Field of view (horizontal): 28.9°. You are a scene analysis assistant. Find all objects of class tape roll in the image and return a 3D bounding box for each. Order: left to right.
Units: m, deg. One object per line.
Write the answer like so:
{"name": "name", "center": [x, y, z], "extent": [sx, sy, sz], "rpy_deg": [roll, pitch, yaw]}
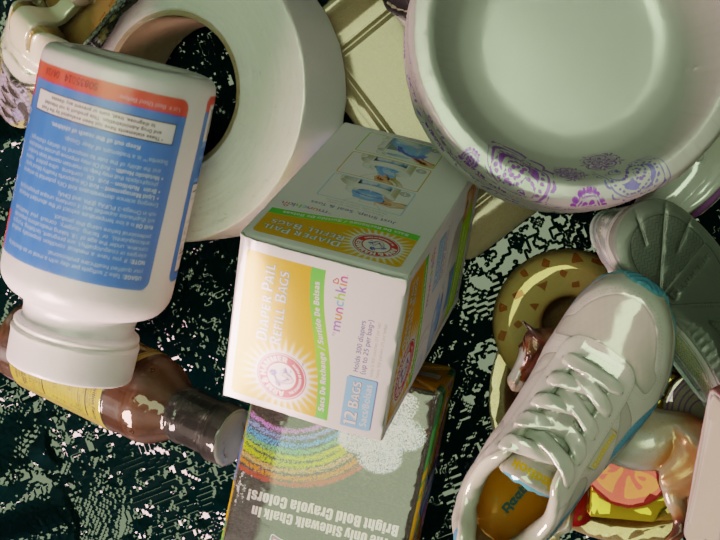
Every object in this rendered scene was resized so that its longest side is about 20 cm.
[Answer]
{"name": "tape roll", "center": [-0.113, -0.121, 0.948], "extent": [0.201, 0.071, 0.204], "rpy_deg": [2, 95, 23]}

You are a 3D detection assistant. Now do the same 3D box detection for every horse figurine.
{"name": "horse figurine", "center": [0.175, 0.126, 0.894], "extent": [0.199, 0.050, 0.134], "rpy_deg": [22, 100, 11]}

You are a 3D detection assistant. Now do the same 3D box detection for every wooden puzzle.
{"name": "wooden puzzle", "center": [0.083, -0.138, 0.958], "extent": [0.185, 0.037, 0.201], "rpy_deg": [-38, 91, 8]}

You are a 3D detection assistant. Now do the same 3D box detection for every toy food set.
{"name": "toy food set", "center": [0.184, 0.085, 0.939], "extent": [0.196, 0.049, 0.202], "rpy_deg": [3, 92, 9]}

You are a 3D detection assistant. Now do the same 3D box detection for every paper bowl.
{"name": "paper bowl", "center": [0.125, -0.134, 0.845], "extent": [0.199, 0.104, 0.203], "rpy_deg": [0, 86, -2]}

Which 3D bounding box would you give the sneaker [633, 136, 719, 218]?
{"name": "sneaker", "center": [0.222, -0.114, 0.914], "extent": [0.099, 0.075, 0.201], "rpy_deg": [34, 87, 0]}

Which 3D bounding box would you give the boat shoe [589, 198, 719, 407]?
{"name": "boat shoe", "center": [0.221, 0.037, 0.876], "extent": [0.202, 0.065, 0.074], "rpy_deg": [45, 83, -10]}

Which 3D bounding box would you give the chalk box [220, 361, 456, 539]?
{"name": "chalk box", "center": [-0.019, 0.156, 0.938], "extent": [0.124, 0.124, 0.202], "rpy_deg": [14, 95, 7]}

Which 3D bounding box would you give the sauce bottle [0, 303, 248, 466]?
{"name": "sauce bottle", "center": [-0.162, 0.079, 0.957], "extent": [0.199, 0.065, 0.065], "rpy_deg": [21, 95, 27]}

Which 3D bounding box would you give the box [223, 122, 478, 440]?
{"name": "box", "center": [0.000, 0.000, 0.866], "extent": [0.101, 0.200, 0.113], "rpy_deg": [15, 117, 11]}

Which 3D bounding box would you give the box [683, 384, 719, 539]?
{"name": "box", "center": [0.303, 0.112, 0.808], "extent": [0.199, 0.109, 0.129], "rpy_deg": [-19, 131, -22]}

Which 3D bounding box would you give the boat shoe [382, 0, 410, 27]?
{"name": "boat shoe", "center": [0.015, -0.251, 0.920], "extent": [0.073, 0.060, 0.202], "rpy_deg": [-20, 66, 16]}

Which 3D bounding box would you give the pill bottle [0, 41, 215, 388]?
{"name": "pill bottle", "center": [-0.164, -0.034, 0.877], "extent": [0.111, 0.112, 0.202], "rpy_deg": [15, 99, 8]}

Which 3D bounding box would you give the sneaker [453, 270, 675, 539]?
{"name": "sneaker", "center": [0.122, 0.094, 0.829], "extent": [0.076, 0.081, 0.201], "rpy_deg": [30, 109, 13]}

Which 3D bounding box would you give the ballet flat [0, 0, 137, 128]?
{"name": "ballet flat", "center": [-0.189, -0.174, 0.902], "extent": [0.072, 0.072, 0.200], "rpy_deg": [46, 109, 5]}
